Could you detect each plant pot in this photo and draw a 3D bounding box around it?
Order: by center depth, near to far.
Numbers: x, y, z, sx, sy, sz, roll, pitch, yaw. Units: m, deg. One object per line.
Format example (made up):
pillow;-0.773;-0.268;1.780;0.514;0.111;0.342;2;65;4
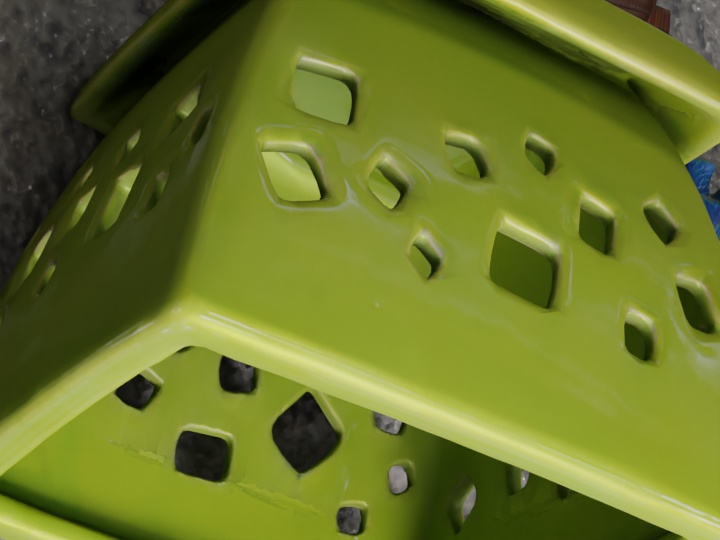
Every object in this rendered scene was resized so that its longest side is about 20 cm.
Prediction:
plant pot;0.000;0.000;0.784;0.198;0.200;0.182;23;61;-22

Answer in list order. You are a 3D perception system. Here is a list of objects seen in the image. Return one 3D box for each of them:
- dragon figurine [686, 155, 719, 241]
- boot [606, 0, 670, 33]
dragon figurine;0.123;0.003;0.941;0.059;0.200;0.100;42;22;-31
boot;0.055;-0.153;0.926;0.199;0.064;0.188;8;81;-52
